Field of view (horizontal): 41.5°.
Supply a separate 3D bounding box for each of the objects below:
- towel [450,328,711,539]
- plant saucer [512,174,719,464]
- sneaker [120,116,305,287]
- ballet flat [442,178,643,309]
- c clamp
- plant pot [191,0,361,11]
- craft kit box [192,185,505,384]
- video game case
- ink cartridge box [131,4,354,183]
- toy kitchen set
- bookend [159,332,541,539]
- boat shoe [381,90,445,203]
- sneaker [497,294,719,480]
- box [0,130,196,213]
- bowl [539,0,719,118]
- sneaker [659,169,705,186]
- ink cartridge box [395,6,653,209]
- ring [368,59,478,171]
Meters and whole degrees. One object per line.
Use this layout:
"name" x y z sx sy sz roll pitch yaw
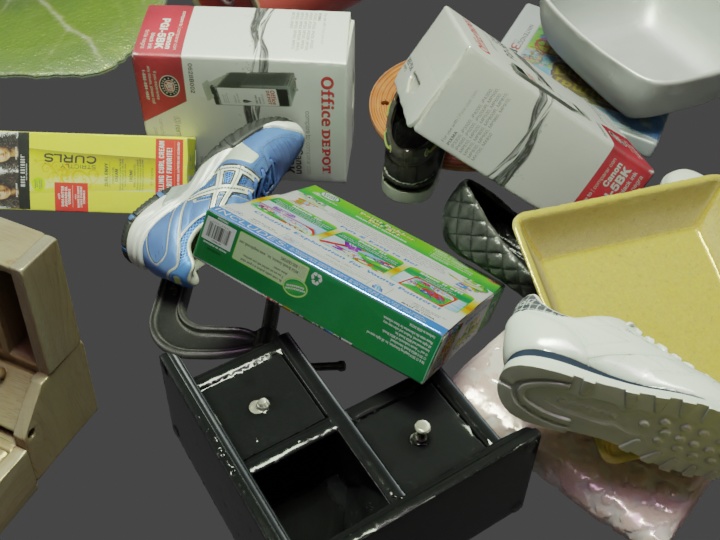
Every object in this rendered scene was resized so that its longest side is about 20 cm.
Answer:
"towel" 0.195 0.099 0.750 0.199 0.033 0.190 33 54 27
"plant saucer" 0.230 0.037 0.728 0.196 0.049 0.203 -11 65 -13
"sneaker" -0.114 -0.058 0.840 0.077 0.076 0.200 33 65 26
"ballet flat" 0.154 -0.008 0.787 0.198 0.057 0.067 29 45 15
"c clamp" -0.096 0.017 0.827 0.167 0.027 0.202 -5 47 3
"plant pot" -0.095 -0.354 1.073 0.199 0.202 0.177 34 62 27
"craft kit box" 0.000 0.000 0.749 0.198 0.049 0.197 28 21 15
"video game case" 0.244 -0.214 1.035 0.197 0.022 0.183 23 47 12
"ink cartridge box" -0.105 -0.167 0.913 0.196 0.148 0.084 2 47 2
"toy kitchen set" -0.316 0.082 0.648 0.161 0.183 0.201 18 44 16
"bookend" -0.012 0.118 0.684 0.198 0.093 0.199 -22 51 -23
"boat shoe" 0.063 -0.154 0.939 0.070 0.061 0.203 7 47 6
"sneaker" 0.191 0.075 0.641 0.197 0.077 0.081 22 44 -1
"box" -0.253 -0.090 0.880 0.196 0.077 0.050 3 7 -1
"bowl" 0.299 -0.236 0.999 0.197 0.075 0.201 -18 51 -25
"sneaker" 0.343 -0.042 0.851 0.072 0.086 0.201 -16 47 -14
"ink cartridge box" 0.138 -0.130 0.833 0.198 0.083 0.147 29 22 -18
"ring" 0.106 -0.168 1.009 0.196 0.019 0.203 1 46 -1
